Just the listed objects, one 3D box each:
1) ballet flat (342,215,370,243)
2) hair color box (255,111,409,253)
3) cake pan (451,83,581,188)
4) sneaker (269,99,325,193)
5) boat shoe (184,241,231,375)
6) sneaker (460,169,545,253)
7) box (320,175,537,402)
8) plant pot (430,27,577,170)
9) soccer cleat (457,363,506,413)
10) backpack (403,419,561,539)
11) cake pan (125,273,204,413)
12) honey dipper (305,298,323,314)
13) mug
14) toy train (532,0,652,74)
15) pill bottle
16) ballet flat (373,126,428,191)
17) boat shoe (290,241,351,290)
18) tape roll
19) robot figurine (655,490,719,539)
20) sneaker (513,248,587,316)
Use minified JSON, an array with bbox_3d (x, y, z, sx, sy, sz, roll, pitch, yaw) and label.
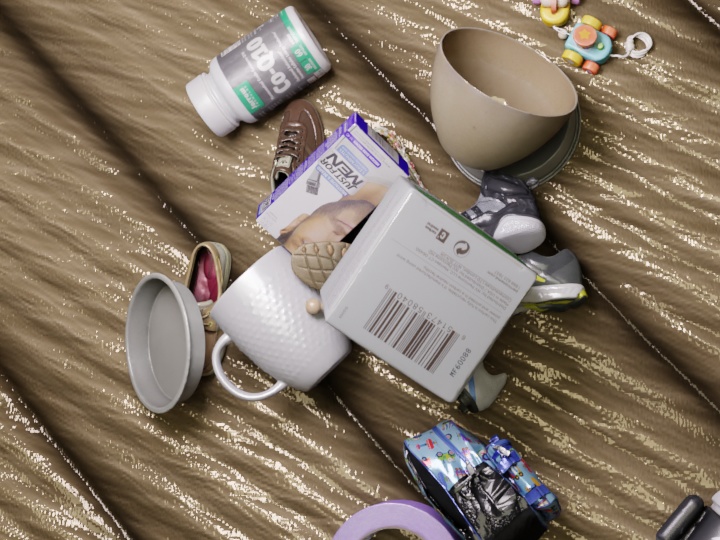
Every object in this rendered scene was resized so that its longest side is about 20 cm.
[{"bbox_3d":[-0.013,-0.063,1.654,0.066,0.057,0.202,-13,80,13],"label":"ballet flat"},{"bbox_3d":[-0.040,-0.110,1.588,0.109,0.065,0.200,42,109,-17],"label":"hair color box"},{"bbox_3d":[0.214,-0.214,1.626,0.198,0.037,0.202,-2,82,15],"label":"cake pan"},{"bbox_3d":[-0.096,-0.161,1.678,0.070,0.076,0.202,0,83,14],"label":"sneaker"},{"bbox_3d":[-0.237,0.055,1.690,0.073,0.066,0.202,0,83,14],"label":"boat shoe"},{"bbox_3d":[0.162,-0.074,1.593,0.199,0.076,0.115,-10,58,22],"label":"sneaker"},{"bbox_3d":[0.081,0.019,1.452,0.198,0.171,0.201,33,96,-9],"label":"box"},{"bbox_3d":[0.175,-0.216,1.537,0.200,0.200,0.135,37,128,16],"label":"plant pot"},{"bbox_3d":[0.123,0.110,1.599,0.086,0.070,0.200,-37,72,-16],"label":"soccer cleat"},{"bbox_3d":[0.154,0.281,1.511,0.134,0.183,0.200,-41,63,-3],"label":"backpack"},{"bbox_3d":[-0.283,0.105,1.651,0.200,0.037,0.202,1,92,53],"label":"cake pan"},{"bbox_3d":[0.023,0.050,1.556,0.198,0.038,0.038,1,82,-12],"label":"honey dipper"},{"bbox_3d":[-0.121,0.096,1.610,0.200,0.148,0.175,-43,84,-7],"label":"mug"},{"bbox_3d":[0.327,-0.383,1.610,0.149,0.056,0.201,-23,77,11],"label":"toy train"},{"bbox_3d":[-0.153,-0.292,1.691,0.199,0.113,0.114,-34,76,8],"label":"pill bottle"},{"bbox_3d":[0.055,-0.121,1.641,0.075,0.064,0.201,-33,77,7],"label":"ballet flat"},{"bbox_3d":[0.000,0.000,1.583,0.198,0.068,0.073,5,90,-7],"label":"boat shoe"},{"bbox_3d":[0.052,0.421,1.569,0.198,0.066,0.202,-2,82,14],"label":"tape roll"},{"bbox_3d":[0.462,0.370,1.438,0.201,0.150,0.125,-53,39,3],"label":"robot figurine"},{"bbox_3d":[0.215,0.015,1.586,0.198,0.075,0.085,-1,68,10],"label":"sneaker"}]
